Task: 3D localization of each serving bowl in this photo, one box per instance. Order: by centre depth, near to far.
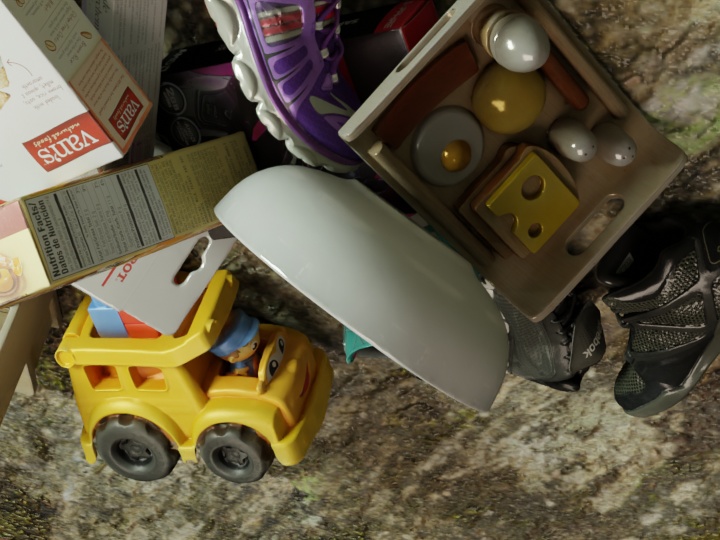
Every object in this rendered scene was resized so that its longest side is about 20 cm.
[{"bbox_3d":[0.012,-0.003,0.965,0.199,0.066,0.200,35,-177,-2],"label":"serving bowl"}]

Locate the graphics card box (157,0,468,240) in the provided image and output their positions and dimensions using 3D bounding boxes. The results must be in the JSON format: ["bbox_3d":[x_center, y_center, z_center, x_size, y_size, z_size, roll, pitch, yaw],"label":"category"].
[{"bbox_3d":[-0.029,-0.093,1.047,0.199,0.051,0.126,-5,120,31],"label":"graphics card box"}]

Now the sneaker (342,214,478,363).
[{"bbox_3d":[0.000,0.000,1.146,0.199,0.121,0.084,29,145,-20],"label":"sneaker"}]

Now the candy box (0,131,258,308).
[{"bbox_3d":[-0.162,-0.026,0.995,0.115,0.200,0.056,-19,94,38],"label":"candy box"}]

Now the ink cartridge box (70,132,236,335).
[{"bbox_3d":[-0.187,-0.055,1.135,0.199,0.116,0.068,33,-174,-25],"label":"ink cartridge box"}]

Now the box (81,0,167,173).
[{"bbox_3d":[-0.146,-0.142,1.008,0.039,0.041,0.201,49,147,29],"label":"box"}]

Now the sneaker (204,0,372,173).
[{"bbox_3d":[-0.037,-0.147,0.938,0.083,0.081,0.201,-21,114,18],"label":"sneaker"}]

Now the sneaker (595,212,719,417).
[{"bbox_3d":[0.202,0.027,1.150,0.113,0.077,0.200,20,145,-5],"label":"sneaker"}]

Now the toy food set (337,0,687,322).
[{"bbox_3d":[0.095,-0.074,0.969,0.200,0.144,0.060,42,180,-35],"label":"toy food set"}]

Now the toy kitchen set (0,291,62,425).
[{"bbox_3d":[-0.352,0.038,1.312,0.179,0.164,0.201,12,148,4],"label":"toy kitchen set"}]

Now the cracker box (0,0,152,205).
[{"bbox_3d":[-0.231,-0.132,0.935,0.133,0.058,0.200,-19,122,31],"label":"cracker box"}]

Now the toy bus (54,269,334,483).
[{"bbox_3d":[-0.139,0.057,1.307,0.198,0.136,0.193,1,129,18],"label":"toy bus"}]

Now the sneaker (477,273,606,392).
[{"bbox_3d":[0.135,0.028,1.169,0.090,0.067,0.200,26,156,19],"label":"sneaker"}]
